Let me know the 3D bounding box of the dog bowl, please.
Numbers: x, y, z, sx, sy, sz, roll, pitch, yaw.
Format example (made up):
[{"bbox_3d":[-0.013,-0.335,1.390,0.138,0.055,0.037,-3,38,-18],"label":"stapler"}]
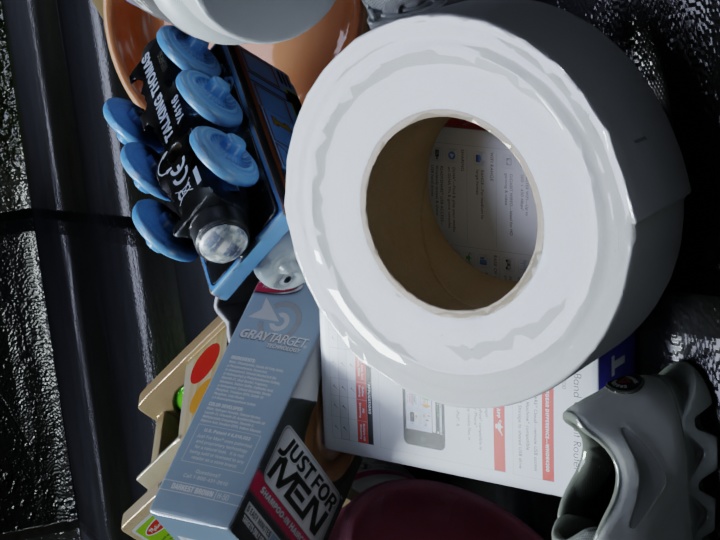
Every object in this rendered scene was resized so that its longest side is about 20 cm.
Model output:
[{"bbox_3d":[0.049,0.209,1.215,0.074,0.198,0.201,-62,36,31],"label":"dog bowl"}]

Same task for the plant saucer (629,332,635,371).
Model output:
[{"bbox_3d":[0.101,0.006,1.181,0.201,0.038,0.203,171,90,-73],"label":"plant saucer"}]

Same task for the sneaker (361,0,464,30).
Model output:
[{"bbox_3d":[0.044,-0.136,1.171,0.200,0.074,0.116,37,-144,-78],"label":"sneaker"}]

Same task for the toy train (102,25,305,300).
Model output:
[{"bbox_3d":[-0.079,-0.065,1.181,0.087,0.114,0.201,-49,37,22],"label":"toy train"}]

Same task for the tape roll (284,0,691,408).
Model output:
[{"bbox_3d":[0.062,-0.035,1.024,0.201,0.071,0.205,9,107,30],"label":"tape roll"}]

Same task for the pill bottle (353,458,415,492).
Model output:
[{"bbox_3d":[-0.018,0.179,1.523,0.200,0.112,0.115,-145,48,-66],"label":"pill bottle"}]

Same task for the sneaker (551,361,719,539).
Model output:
[{"bbox_3d":[0.141,0.153,1.053,0.074,0.088,0.202,-162,63,-69],"label":"sneaker"}]

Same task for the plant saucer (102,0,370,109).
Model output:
[{"bbox_3d":[-0.075,-0.172,1.293,0.198,0.037,0.202,2,95,28],"label":"plant saucer"}]

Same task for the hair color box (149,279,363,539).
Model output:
[{"bbox_3d":[-0.041,0.085,1.190,0.201,0.060,0.099,-66,-34,-27],"label":"hair color box"}]

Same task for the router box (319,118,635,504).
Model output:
[{"bbox_3d":[0.062,0.014,1.112,0.178,0.049,0.202,9,109,31],"label":"router box"}]

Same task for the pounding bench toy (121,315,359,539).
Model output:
[{"bbox_3d":[-0.101,0.145,1.430,0.200,0.124,0.157,-43,27,26],"label":"pounding bench toy"}]

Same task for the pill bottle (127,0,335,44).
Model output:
[{"bbox_3d":[-0.084,-0.192,1.158,0.200,0.113,0.115,-146,49,-64],"label":"pill bottle"}]

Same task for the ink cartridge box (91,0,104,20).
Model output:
[{"bbox_3d":[-0.124,-0.291,1.534,0.075,0.163,0.202,-125,30,-49],"label":"ink cartridge box"}]

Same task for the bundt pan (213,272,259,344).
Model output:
[{"bbox_3d":[0.000,0.000,1.325,0.200,0.075,0.204,3,96,35],"label":"bundt pan"}]
